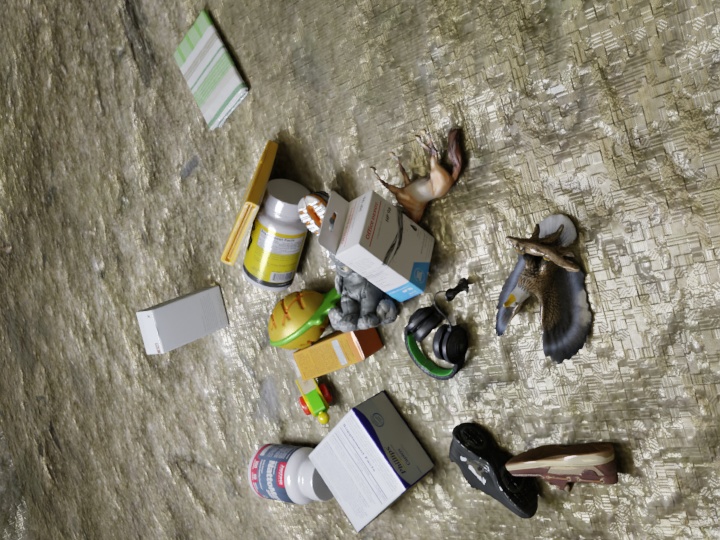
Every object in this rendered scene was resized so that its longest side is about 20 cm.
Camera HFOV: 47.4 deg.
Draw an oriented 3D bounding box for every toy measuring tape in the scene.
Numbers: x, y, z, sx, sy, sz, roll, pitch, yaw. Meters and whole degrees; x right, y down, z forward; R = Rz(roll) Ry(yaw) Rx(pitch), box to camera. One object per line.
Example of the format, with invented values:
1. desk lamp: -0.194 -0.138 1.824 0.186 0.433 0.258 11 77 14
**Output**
1. toy measuring tape: -0.111 0.243 1.738 0.202 0.072 0.074 59 136 33

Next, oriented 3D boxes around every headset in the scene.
1. headset: 0.145 0.104 1.457 0.123 0.094 0.203 35 140 24

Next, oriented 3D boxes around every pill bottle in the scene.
1. pill bottle: -0.165 -0.071 1.639 0.114 0.113 0.203 37 125 27
2. pill bottle: -0.142 0.444 1.786 0.197 0.119 0.122 -7 100 43

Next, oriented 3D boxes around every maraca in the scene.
1. maraca: -0.108 0.092 1.634 0.198 0.138 0.107 -27 114 38

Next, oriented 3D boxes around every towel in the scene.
1. towel: -0.314 -0.420 1.726 0.149 0.030 0.203 -36 77 41

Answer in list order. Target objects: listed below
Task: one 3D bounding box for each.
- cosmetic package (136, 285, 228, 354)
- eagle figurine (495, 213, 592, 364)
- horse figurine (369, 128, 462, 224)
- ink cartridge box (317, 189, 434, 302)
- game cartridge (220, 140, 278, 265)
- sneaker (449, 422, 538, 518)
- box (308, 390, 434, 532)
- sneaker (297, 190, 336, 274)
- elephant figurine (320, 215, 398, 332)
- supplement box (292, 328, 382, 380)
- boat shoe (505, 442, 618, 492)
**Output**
1. cosmetic package: -0.401 0.110 1.857 0.073 0.198 0.104 -8 99 43
2. eagle figurine: 0.276 0.027 1.279 0.154 0.148 0.202 -98 -7 -46
3. horse figurine: 0.106 -0.159 1.399 0.199 0.050 0.134 -31 94 38
4. ink cartridge box: 0.030 -0.051 1.393 0.199 0.118 0.067 34 143 -29
5. game cartridge: -0.218 -0.138 1.621 0.032 0.203 0.177 20 134 -13
6. sneaker: 0.234 0.364 1.455 0.200 0.075 0.092 46 140 30
7. box: 0.019 0.378 1.624 0.185 0.104 0.201 53 133 16
8. sneaker: -0.038 -0.068 1.556 0.077 0.077 0.202 -25 105 25
9. elephant figurine: 0.000 0.000 1.468 0.155 0.138 0.205 165 94 -76
10. supplement box: -0.049 0.160 1.639 0.198 0.066 0.070 -28 90 44
11. boat shoe: 0.330 0.331 1.348 0.197 0.072 0.074 -17 91 38
